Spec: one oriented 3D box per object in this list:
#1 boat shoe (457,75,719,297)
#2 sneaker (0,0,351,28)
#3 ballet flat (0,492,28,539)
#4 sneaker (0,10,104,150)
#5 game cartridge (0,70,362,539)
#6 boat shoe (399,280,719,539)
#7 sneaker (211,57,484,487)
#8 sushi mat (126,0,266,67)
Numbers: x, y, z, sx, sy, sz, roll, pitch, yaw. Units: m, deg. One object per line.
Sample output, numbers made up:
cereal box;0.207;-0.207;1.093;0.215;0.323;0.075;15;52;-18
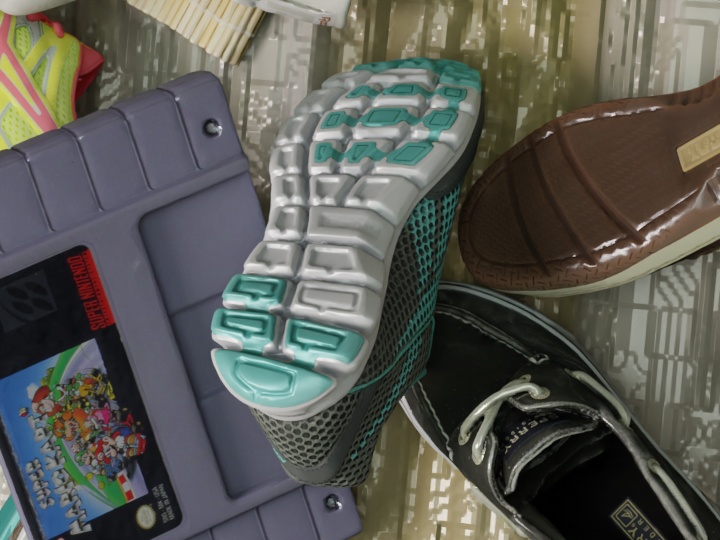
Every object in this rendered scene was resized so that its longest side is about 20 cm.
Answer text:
boat shoe;0.135;-0.033;1.053;0.202;0.075;0.075;-21;63;32
sneaker;-0.050;-0.125;1.070;0.199;0.073;0.085;-20;93;2
ballet flat;-0.099;0.071;1.107;0.069;0.069;0.201;26;91;9
sneaker;-0.154;-0.085;1.114;0.090;0.078;0.201;-22;78;-19
game cartridge;-0.084;0.038;1.055;0.129;0.038;0.201;-26;111;-22
boat shoe;0.074;0.066;1.043;0.200;0.064;0.071;41;94;31
sneaker;0.000;0.000;1.053;0.077;0.091;0.200;8;48;22
sushi mat;-0.044;-0.194;1.114;0.095;0.012;0.200;30;96;10
